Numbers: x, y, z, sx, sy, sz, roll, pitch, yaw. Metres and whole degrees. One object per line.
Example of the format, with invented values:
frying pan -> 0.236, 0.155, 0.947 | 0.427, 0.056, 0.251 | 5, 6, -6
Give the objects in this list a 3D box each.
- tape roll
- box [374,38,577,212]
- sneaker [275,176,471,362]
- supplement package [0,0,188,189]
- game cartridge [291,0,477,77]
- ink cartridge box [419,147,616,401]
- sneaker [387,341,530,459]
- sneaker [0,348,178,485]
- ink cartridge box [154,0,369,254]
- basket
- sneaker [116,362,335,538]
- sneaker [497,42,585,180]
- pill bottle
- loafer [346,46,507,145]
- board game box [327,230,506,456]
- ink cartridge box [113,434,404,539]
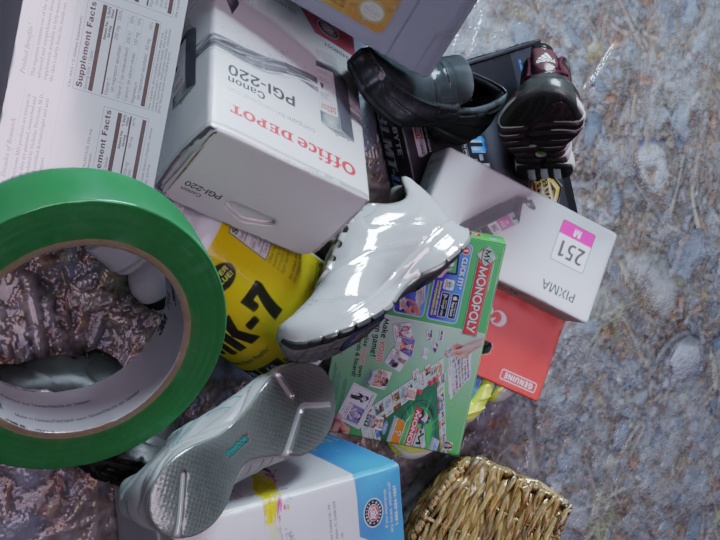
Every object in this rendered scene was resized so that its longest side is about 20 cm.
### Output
tape roll -> -0.187, 0.035, 0.623 | 0.197, 0.048, 0.203 | -15, 127, -21
box -> 0.119, -0.108, 0.956 | 0.196, 0.049, 0.203 | -21, 104, -31
sneaker -> 0.000, 0.000, 0.758 | 0.087, 0.074, 0.199 | 50, 54, 3
supplement package -> -0.209, -0.146, 0.673 | 0.110, 0.155, 0.204 | 12, 87, -35
game cartridge -> 0.001, -0.242, 0.686 | 0.198, 0.042, 0.134 | 26, 123, -17
ink cartridge box -> 0.126, 0.008, 0.895 | 0.198, 0.043, 0.176 | 24, 81, -18
sneaker -> 0.093, 0.089, 0.935 | 0.199, 0.075, 0.106 | -38, 112, -24
sneaker -> -0.230, 0.099, 0.733 | 0.198, 0.076, 0.092 | 24, 54, -23
ink cartridge box -> -0.076, -0.132, 0.747 | 0.144, 0.085, 0.203 | 22, 48, -32
basket -> 0.103, 0.293, 0.964 | 0.141, 0.149, 0.203 | 23, 79, 2
sneaker -> -0.099, 0.125, 0.716 | 0.199, 0.080, 0.072 | -29, 103, -44
sneaker -> 0.163, -0.165, 0.875 | 0.074, 0.200, 0.118 | 1, 77, 9
pill bottle -> -0.113, -0.001, 0.771 | 0.199, 0.114, 0.115 | 37, 74, -29
loafer -> 0.060, -0.156, 0.808 | 0.199, 0.070, 0.069 | 6, 53, -56
board game box -> 0.044, 0.057, 0.854 | 0.132, 0.029, 0.204 | 11, 105, -2
ink cartridge box -> -0.082, 0.235, 0.787 | 0.197, 0.145, 0.150 | -8, 98, -32
